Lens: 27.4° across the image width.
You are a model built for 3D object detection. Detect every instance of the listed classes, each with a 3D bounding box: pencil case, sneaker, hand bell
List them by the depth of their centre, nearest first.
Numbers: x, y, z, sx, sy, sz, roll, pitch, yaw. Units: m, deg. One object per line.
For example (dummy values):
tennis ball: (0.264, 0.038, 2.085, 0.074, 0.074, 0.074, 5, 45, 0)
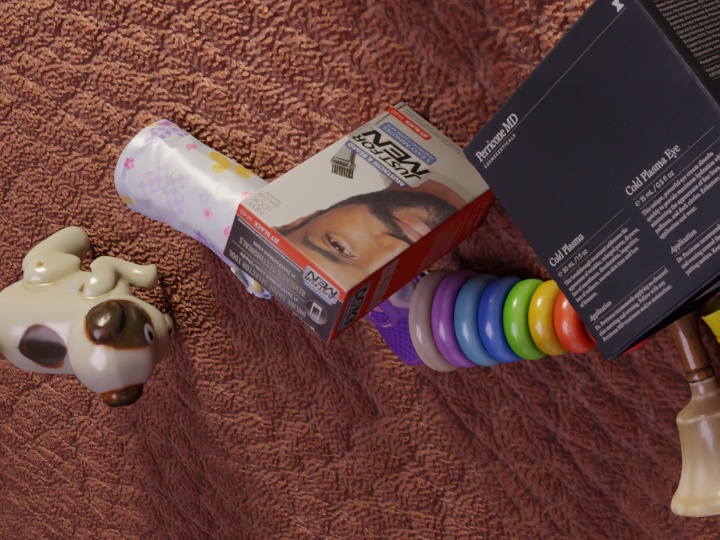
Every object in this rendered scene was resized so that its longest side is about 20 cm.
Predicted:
hand bell: (0.248, 0.068, 1.082, 0.104, 0.104, 0.200, -16, 92, 49)
sneaker: (0.000, 0.000, 1.253, 0.080, 0.088, 0.200, -13, 109, 47)
pencil case: (-0.130, -0.057, 1.342, 0.200, 0.083, 0.091, 34, 114, 24)

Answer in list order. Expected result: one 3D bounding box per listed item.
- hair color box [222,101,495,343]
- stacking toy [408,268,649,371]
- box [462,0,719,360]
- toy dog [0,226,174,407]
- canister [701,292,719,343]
hair color box: (0.005, -0.042, 1.130, 0.111, 0.200, 0.064, 39, 138, 16)
stacking toy: (0.138, 0.036, 1.158, 0.200, 0.085, 0.085, -4, 114, 40)
box: (0.197, -0.075, 0.973, 0.182, 0.104, 0.200, 56, 140, 12)
toy dog: (-0.277, 0.054, 1.490, 0.200, 0.194, 0.140, 20, 118, 42)
canister: (0.344, 0.067, 0.969, 0.200, 0.087, 0.149, 50, 141, 1)
